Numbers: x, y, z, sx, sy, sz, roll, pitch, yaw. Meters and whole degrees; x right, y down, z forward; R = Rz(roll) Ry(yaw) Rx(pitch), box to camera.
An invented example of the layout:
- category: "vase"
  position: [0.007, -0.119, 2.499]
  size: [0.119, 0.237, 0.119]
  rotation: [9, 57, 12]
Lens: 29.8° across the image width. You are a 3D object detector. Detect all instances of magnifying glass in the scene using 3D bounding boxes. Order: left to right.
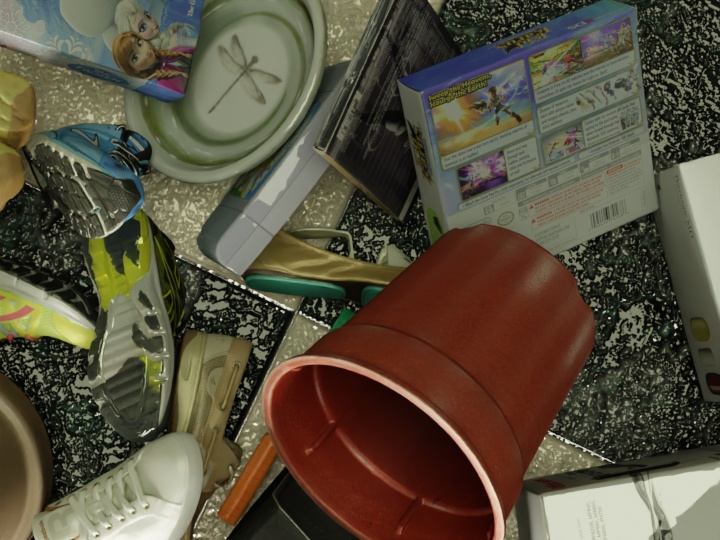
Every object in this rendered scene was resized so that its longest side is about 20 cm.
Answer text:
- category: "magnifying glass"
  position: [-0.058, 0.120, 1.113]
  size: [0.022, 0.080, 0.200]
  rotation: [33, 91, 0]

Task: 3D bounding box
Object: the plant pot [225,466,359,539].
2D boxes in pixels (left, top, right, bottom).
- category: "plant pot"
  position: [-0.052, 0.283, 1.049]
  size: [0.177, 0.200, 0.200]
  rotation: [-42, 89, 6]

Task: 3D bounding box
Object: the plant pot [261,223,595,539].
- category: "plant pot"
  position: [0.064, 0.079, 0.992]
  size: [0.201, 0.201, 0.195]
  rotation: [42, 54, 0]

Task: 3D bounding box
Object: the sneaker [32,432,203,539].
- category: "sneaker"
  position: [-0.198, 0.195, 1.046]
  size: [0.200, 0.084, 0.073]
  rotation: [-46, 55, 29]

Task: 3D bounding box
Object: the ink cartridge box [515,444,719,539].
- category: "ink cartridge box"
  position: [0.231, 0.197, 1.085]
  size: [0.199, 0.144, 0.084]
  rotation: [-10, 85, -4]

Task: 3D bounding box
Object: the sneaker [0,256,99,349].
- category: "sneaker"
  position: [-0.302, 0.034, 1.111]
  size: [0.199, 0.078, 0.091]
  rotation: [19, 94, 4]

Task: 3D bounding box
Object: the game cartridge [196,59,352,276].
- category: "game cartridge"
  position: [-0.058, -0.087, 1.094]
  size: [0.040, 0.133, 0.200]
  rotation: [38, 85, -18]

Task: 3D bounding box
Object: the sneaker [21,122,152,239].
- category: "sneaker"
  position: [-0.205, -0.088, 1.064]
  size: [0.090, 0.200, 0.079]
  rotation: [-27, 116, -17]

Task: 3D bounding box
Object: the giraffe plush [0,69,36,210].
- category: "giraffe plush"
  position: [-0.363, -0.097, 1.061]
  size: [0.200, 0.162, 0.173]
  rotation: [45, 63, -3]

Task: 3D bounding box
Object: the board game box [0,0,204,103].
- category: "board game box"
  position: [-0.213, -0.257, 1.061]
  size: [0.198, 0.043, 0.201]
  rotation: [15, 78, -30]

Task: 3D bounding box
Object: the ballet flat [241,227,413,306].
- category: "ballet flat"
  position: [0.000, 0.000, 1.128]
  size: [0.199, 0.069, 0.063]
  rotation: [13, 70, -3]

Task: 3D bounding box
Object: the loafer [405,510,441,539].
- category: "loafer"
  position: [0.096, 0.254, 1.074]
  size: [0.070, 0.068, 0.200]
  rotation: [-43, 125, 9]

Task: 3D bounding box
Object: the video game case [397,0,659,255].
- category: "video game case"
  position: [0.139, -0.099, 1.089]
  size: [0.199, 0.045, 0.182]
  rotation: [-23, 120, -18]

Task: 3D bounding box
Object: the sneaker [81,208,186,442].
- category: "sneaker"
  position: [-0.168, 0.040, 1.086]
  size: [0.074, 0.085, 0.201]
  rotation: [-15, 70, 22]

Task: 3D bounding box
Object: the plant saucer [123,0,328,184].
- category: "plant saucer"
  position: [-0.104, -0.161, 1.114]
  size: [0.199, 0.050, 0.201]
  rotation: [-10, 70, 28]

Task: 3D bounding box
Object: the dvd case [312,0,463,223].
- category: "dvd case"
  position: [0.031, -0.132, 1.074]
  size: [0.016, 0.200, 0.149]
  rotation: [22, 85, 23]

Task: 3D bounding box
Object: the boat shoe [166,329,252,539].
- category: "boat shoe"
  position: [-0.128, 0.151, 1.106]
  size: [0.064, 0.071, 0.201]
  rotation: [9, 88, -7]

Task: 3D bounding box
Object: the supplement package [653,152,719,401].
- category: "supplement package"
  position: [0.346, -0.005, 1.121]
  size: [0.155, 0.111, 0.201]
  rotation: [-15, 87, -4]

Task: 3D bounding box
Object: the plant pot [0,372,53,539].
- category: "plant pot"
  position: [-0.351, 0.174, 1.026]
  size: [0.199, 0.175, 0.201]
  rotation: [0, 99, 1]
